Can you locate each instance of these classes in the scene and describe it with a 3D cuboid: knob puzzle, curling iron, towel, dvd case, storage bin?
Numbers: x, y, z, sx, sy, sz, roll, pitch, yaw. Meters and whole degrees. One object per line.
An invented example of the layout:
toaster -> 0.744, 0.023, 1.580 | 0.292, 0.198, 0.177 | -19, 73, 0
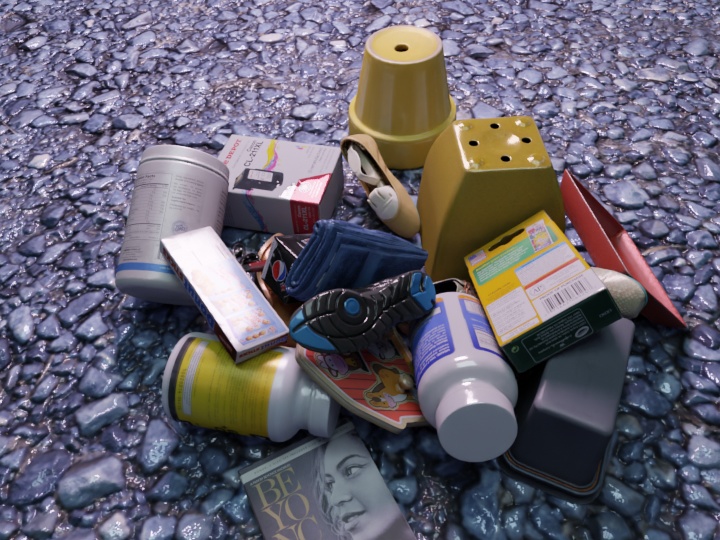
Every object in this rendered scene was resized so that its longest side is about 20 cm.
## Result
knob puzzle -> 0.008, 0.107, 0.728 | 0.219, 0.030, 0.220 | 30, 27, -17
curling iron -> -0.093, -0.022, 0.841 | 0.199, 0.026, 0.050 | -7, 50, -33
towel -> 0.000, 0.000, 0.771 | 0.049, 0.112, 0.200 | 42, 20, 34
dvd case -> -0.034, 0.277, 0.671 | 0.148, 0.016, 0.200 | -23, 52, -16
storage bin -> 0.240, 0.137, 0.703 | 0.145, 0.135, 0.200 | 19, 52, 17

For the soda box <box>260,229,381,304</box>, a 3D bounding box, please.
soda box -> -0.033, -0.009, 0.825 | 0.200, 0.071, 0.063 | -7, 39, -45

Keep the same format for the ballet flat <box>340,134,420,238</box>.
ballet flat -> 0.024, -0.134, 0.962 | 0.063, 0.069, 0.200 | -6, 59, -49

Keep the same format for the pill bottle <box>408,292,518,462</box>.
pill bottle -> 0.118, 0.120, 0.699 | 0.112, 0.112, 0.200 | -2, 29, 1

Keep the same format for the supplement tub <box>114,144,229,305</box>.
supplement tub -> -0.263, -0.059, 0.851 | 0.131, 0.132, 0.201 | 4, 75, 6

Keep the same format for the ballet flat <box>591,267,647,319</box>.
ballet flat -> 0.262, 0.028, 0.759 | 0.062, 0.068, 0.200 | -18, 16, -21

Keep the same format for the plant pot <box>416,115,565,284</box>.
plant pot -> 0.191, -0.109, 0.874 | 0.195, 0.200, 0.195 | -3, 49, -1

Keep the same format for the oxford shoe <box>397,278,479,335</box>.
oxford shoe -> 0.150, 0.049, 0.821 | 0.199, 0.074, 0.071 | -5, 47, -4

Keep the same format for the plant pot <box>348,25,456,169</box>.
plant pot -> 0.074, -0.315, 1.064 | 0.200, 0.189, 0.201 | -2, 49, 2

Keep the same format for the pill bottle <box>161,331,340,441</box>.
pill bottle -> -0.126, 0.143, 0.726 | 0.199, 0.112, 0.112 | 8, 50, 10

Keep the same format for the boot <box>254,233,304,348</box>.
boot -> -0.081, 0.036, 0.854 | 0.154, 0.074, 0.200 | 12, 48, 2

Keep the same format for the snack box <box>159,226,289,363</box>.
snack box -> -0.170, 0.023, 0.734 | 0.072, 0.024, 0.200 | -19, 54, -36

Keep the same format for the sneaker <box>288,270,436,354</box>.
sneaker -> -0.002, 0.055, 0.709 | 0.200, 0.082, 0.073 | -12, 83, -36

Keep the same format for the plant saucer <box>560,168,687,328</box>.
plant saucer -> 0.354, -0.022, 0.833 | 0.037, 0.199, 0.200 | -37, 44, 27

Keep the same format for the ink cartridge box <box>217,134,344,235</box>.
ink cartridge box -> -0.141, -0.140, 0.990 | 0.199, 0.083, 0.146 | 9, 50, 10

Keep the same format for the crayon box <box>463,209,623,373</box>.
crayon box -> 0.208, 0.017, 0.721 | 0.126, 0.052, 0.200 | -32, 27, 14
